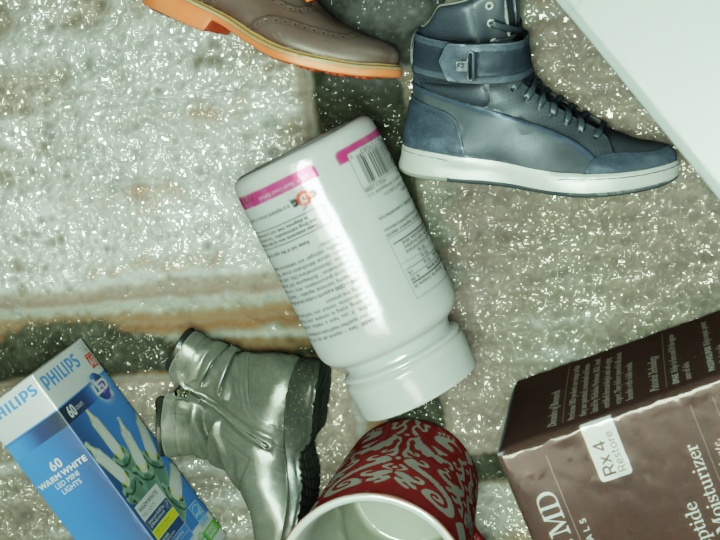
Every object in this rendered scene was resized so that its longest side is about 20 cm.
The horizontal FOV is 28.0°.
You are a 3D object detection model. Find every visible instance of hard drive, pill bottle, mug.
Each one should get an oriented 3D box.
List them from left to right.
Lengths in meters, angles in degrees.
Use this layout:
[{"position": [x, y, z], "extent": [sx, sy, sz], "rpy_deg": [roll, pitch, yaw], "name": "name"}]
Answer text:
[{"position": [0.000, 0.000, 1.053], "extent": [0.113, 0.113, 0.201], "rpy_deg": [-24, 97, 14], "name": "pill bottle"}, {"position": [0.033, 0.208, 1.049], "extent": [0.133, 0.200, 0.178], "rpy_deg": [-28, 97, 14], "name": "mug"}, {"position": [0.244, -0.158, 0.994], "extent": [0.132, 0.026, 0.200], "rpy_deg": [-40, 77, 17], "name": "hard drive"}]

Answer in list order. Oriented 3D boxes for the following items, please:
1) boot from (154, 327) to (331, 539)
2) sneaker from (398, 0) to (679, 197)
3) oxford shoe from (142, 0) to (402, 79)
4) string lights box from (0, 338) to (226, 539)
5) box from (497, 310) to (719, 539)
[{"position": [-0.099, 0.150, 1.136], "extent": [0.130, 0.068, 0.201], "rpy_deg": [9, 96, 12], "name": "boot"}, {"position": [0.130, -0.131, 1.021], "extent": [0.201, 0.077, 0.147], "rpy_deg": [7, 106, 9], "name": "sneaker"}, {"position": [-0.058, -0.192, 1.045], "extent": [0.199, 0.071, 0.073], "rpy_deg": [21, 100, 5], "name": "oxford shoe"}, {"position": [-0.198, 0.161, 1.128], "extent": [0.059, 0.103, 0.200], "rpy_deg": [-34, 95, 17], "name": "string lights box"}, {"position": [0.222, 0.143, 1.021], "extent": [0.199, 0.164, 0.167], "rpy_deg": [-21, 98, 14], "name": "box"}]
